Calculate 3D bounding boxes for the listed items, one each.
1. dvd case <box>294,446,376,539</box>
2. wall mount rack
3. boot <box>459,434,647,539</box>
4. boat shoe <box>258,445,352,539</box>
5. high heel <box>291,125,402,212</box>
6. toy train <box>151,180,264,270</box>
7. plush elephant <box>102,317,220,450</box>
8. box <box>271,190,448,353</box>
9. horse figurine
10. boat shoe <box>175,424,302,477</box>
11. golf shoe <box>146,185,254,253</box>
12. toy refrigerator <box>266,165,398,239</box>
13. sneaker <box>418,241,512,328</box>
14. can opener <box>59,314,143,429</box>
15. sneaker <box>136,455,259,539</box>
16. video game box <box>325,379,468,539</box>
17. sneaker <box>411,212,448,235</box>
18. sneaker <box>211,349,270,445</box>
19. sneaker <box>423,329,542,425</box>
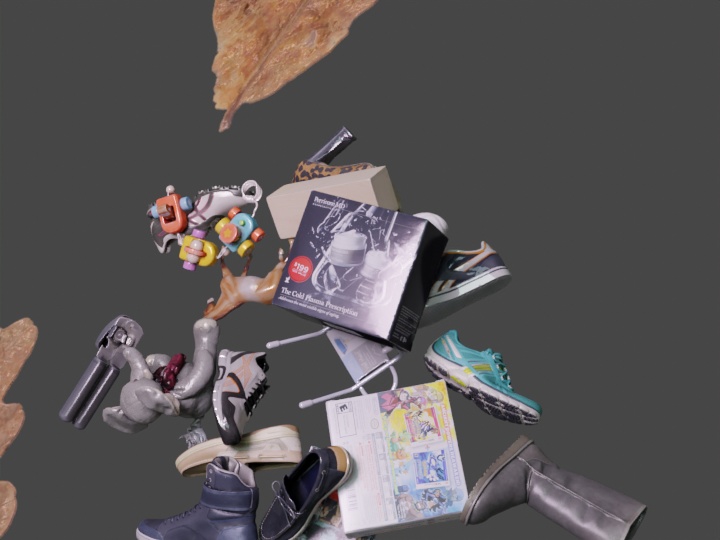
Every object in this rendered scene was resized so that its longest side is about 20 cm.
[{"bbox_3d":[-0.048,0.375,1.468,0.146,0.022,0.201,17,72,24],"label":"dvd case"},{"bbox_3d":[-0.036,0.124,1.546,0.173,0.075,0.200,-34,60,3],"label":"wall mount rack"},{"bbox_3d":[0.258,0.325,1.346,0.200,0.073,0.182,36,58,23],"label":"boot"},{"bbox_3d":[-0.092,0.321,1.431,0.200,0.062,0.075,-49,47,23],"label":"boat shoe"},{"bbox_3d":[-0.024,-0.127,1.668,0.142,0.071,0.200,-42,64,10],"label":"high heel"},{"bbox_3d":[-0.258,-0.081,1.658,0.199,0.056,0.151,-10,86,18],"label":"toy train"},{"bbox_3d":[-0.312,0.180,1.545,0.164,0.155,0.201,-26,63,32],"label":"plush elephant"},{"bbox_3d":[0.000,0.000,1.477,0.199,0.104,0.183,15,81,25],"label":"box"},{"bbox_3d":[-0.169,0.016,1.652,0.199,0.050,0.133,-4,58,19],"label":"horse figurine"},{"bbox_3d":[-0.185,0.289,1.524,0.199,0.072,0.065,-14,63,6],"label":"boat shoe"},{"bbox_3d":[-0.269,-0.090,1.729,0.199,0.077,0.088,-15,79,18],"label":"golf shoe"},{"bbox_3d":[-0.045,-0.109,1.616,0.199,0.076,0.070,-8,20,31],"label":"toy refrigerator"},{"bbox_3d":[0.126,0.024,1.538,0.199,0.078,0.080,-24,66,-6],"label":"sneaker"},{"bbox_3d":[-0.436,0.166,1.680,0.067,0.053,0.200,12,68,56],"label":"can opener"},{"bbox_3d":[-0.239,0.344,1.482,0.201,0.077,0.147,2,92,21],"label":"sneaker"},{"bbox_3d":[0.053,0.271,1.449,0.181,0.047,0.201,-11,62,4],"label":"video game box"},{"bbox_3d":[0.039,-0.032,1.566,0.200,0.070,0.080,-14,42,32],"label":"sneaker"},{"bbox_3d":[-0.180,0.185,1.531,0.080,0.074,0.200,-5,35,1],"label":"sneaker"},{"bbox_3d":[0.184,0.153,1.464,0.200,0.078,0.080,34,71,27],"label":"sneaker"}]
